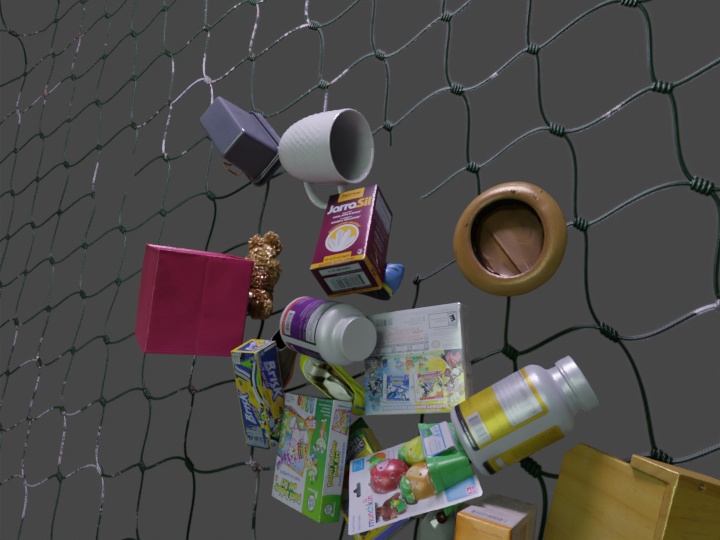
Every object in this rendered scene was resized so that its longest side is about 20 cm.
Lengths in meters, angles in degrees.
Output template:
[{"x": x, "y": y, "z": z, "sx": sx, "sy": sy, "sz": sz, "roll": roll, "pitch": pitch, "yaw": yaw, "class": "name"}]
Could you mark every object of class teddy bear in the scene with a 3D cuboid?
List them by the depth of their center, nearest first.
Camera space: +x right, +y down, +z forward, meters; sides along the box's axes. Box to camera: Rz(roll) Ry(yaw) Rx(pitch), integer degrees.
[{"x": -0.229, "y": 0.008, "z": 1.177, "sx": 0.144, "sy": 0.067, "sz": 0.202, "roll": 13, "pitch": 83, "yaw": 37, "class": "teddy bear"}]

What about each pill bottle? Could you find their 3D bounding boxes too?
[{"x": 0.244, "y": 0.212, "z": 0.788, "sx": 0.199, "sy": 0.112, "sz": 0.113, "roll": -32, "pitch": 62, "yaw": 10, "class": "pill bottle"}, {"x": -0.060, "y": 0.113, "z": 0.983, "sx": 0.199, "sy": 0.112, "sz": 0.113, "roll": 6, "pitch": 79, "yaw": 53, "class": "pill bottle"}]

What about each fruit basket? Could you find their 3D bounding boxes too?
[{"x": 0.073, "y": 0.311, "z": 0.816, "sx": 0.198, "sy": 0.185, "sz": 0.094, "roll": -14, "pitch": 103, "yaw": 4, "class": "fruit basket"}]

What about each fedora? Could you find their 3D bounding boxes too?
[{"x": 0.253, "y": -0.045, "z": 0.878, "sx": 0.199, "sy": 0.082, "sz": 0.202, "roll": -14, "pitch": 65, "yaw": 31, "class": "fedora"}]

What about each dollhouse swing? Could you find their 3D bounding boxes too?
[{"x": 0.384, "y": 0.357, "z": 0.713, "sx": 0.180, "sy": 0.176, "sz": 0.202, "roll": 17, "pitch": 85, "yaw": -7, "class": "dollhouse swing"}]

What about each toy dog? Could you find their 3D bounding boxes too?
[{"x": 0.113, "y": 0.435, "z": 0.803, "sx": 0.131, "sy": 0.096, "sz": 0.202, "roll": -7, "pitch": 72, "yaw": 6, "class": "toy dog"}]

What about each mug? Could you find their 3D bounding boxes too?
[{"x": -0.079, "y": -0.228, "z": 1.115, "sx": 0.174, "sy": 0.147, "sz": 0.202, "roll": 5, "pitch": 110, "yaw": 38, "class": "mug"}]

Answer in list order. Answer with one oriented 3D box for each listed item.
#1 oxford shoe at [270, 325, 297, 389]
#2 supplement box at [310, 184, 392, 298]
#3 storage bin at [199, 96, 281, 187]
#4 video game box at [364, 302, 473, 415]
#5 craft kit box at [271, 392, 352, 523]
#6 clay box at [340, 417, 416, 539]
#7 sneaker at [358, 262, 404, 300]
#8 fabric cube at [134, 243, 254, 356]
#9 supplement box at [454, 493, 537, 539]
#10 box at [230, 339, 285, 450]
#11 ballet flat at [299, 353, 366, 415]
[{"x": -0.173, "y": 0.177, "z": 1.090, "sx": 0.071, "sy": 0.073, "sz": 0.201, "roll": 27, "pitch": 92, "yaw": 34, "class": "oxford shoe"}, {"x": -0.012, "y": -0.058, "z": 0.994, "sx": 0.110, "sy": 0.086, "sz": 0.201, "roll": -11, "pitch": 45, "yaw": 22, "class": "supplement box"}, {"x": -0.297, "y": -0.313, "z": 1.268, "sx": 0.146, "sy": 0.134, "sz": 0.200, "roll": -45, "pitch": 57, "yaw": 14, "class": "storage bin"}, {"x": 0.099, "y": 0.162, "z": 0.940, "sx": 0.199, "sy": 0.047, "sz": 0.184, "roll": -10, "pitch": 69, "yaw": 30, "class": "video game box"}, {"x": -0.093, "y": 0.332, "z": 0.968, "sx": 0.199, "sy": 0.048, "sz": 0.199, "roll": -15, "pitch": 68, "yaw": 56, "class": "craft kit box"}, {"x": 0.005, "y": 0.376, "z": 0.939, "sx": 0.115, "sy": 0.048, "sz": 0.200, "roll": -45, "pitch": 59, "yaw": 15, "class": "clay box"}, {"x": 0.000, "y": 0.000, "z": 1.045, "sx": 0.199, "sy": 0.066, "sz": 0.079, "roll": 13, "pitch": 60, "yaw": 39, "class": "sneaker"}, {"x": -0.354, "y": 0.059, "z": 1.112, "sx": 0.196, "sy": 0.199, "sz": 0.201, "roll": 9, "pitch": 92, "yaw": 62, "class": "fabric cube"}, {"x": 0.186, "y": 0.393, "z": 0.728, "sx": 0.073, "sy": 0.200, "sz": 0.127, "roll": 4, "pitch": 78, "yaw": 29, "class": "supplement box"}, {"x": -0.197, "y": 0.242, "z": 1.040, "sx": 0.064, "sy": 0.070, "sz": 0.202, "roll": 0, "pitch": 103, "yaw": 26, "class": "box"}, {"x": -0.061, "y": 0.207, "z": 1.016, "sx": 0.199, "sy": 0.067, "sz": 0.067, "roll": 33, "pitch": 96, "yaw": 34, "class": "ballet flat"}]
